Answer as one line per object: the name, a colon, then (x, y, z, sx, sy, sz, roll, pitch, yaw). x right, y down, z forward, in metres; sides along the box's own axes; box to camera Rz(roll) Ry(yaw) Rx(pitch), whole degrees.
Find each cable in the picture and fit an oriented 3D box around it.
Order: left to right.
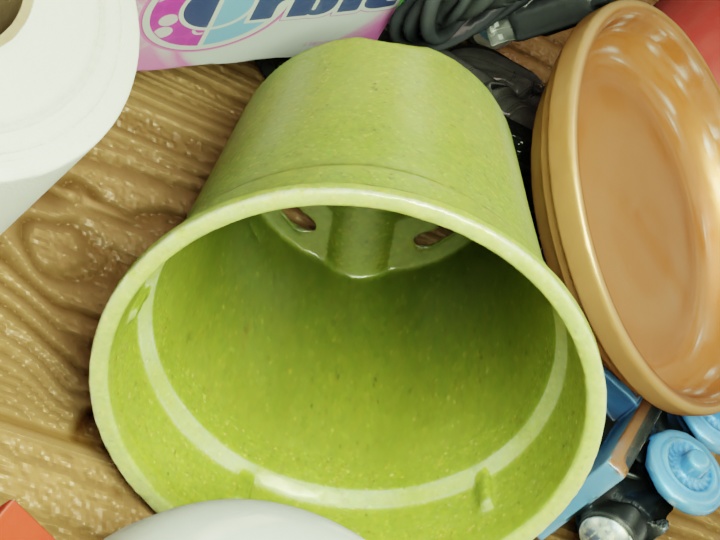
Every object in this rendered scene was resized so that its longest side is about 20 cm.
cable: (0.111, -0.151, 0.863, 0.163, 0.200, 0.051, -13, 89, -66)

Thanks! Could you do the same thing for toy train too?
toy train: (0.138, 0.065, 0.935, 0.114, 0.087, 0.200, 42, 42, 0)

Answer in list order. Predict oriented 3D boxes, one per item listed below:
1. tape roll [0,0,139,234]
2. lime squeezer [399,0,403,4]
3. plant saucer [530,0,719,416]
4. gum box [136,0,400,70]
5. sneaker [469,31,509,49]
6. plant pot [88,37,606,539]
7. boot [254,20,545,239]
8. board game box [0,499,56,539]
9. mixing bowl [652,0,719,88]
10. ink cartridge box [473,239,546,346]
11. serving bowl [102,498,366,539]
tape roll: (-0.200, -0.085, 0.661, 0.203, 0.139, 0.203, 25, 48, -30)
lime squeezer: (0.047, -0.166, 1.001, 0.200, 0.071, 0.038, 17, 14, 23)
plant saucer: (0.136, -0.028, 0.871, 0.200, 0.037, 0.200, 24, 60, -51)
gum box: (-0.063, -0.149, 0.816, 0.200, 0.114, 0.066, -9, 66, -26)
sneaker: (0.110, -0.200, 1.091, 0.078, 0.090, 0.200, 53, 43, 0)
plant pot: (0.000, 0.000, 0.779, 0.200, 0.200, 0.184, 36, 30, -20)
boot: (0.037, -0.096, 0.972, 0.200, 0.070, 0.132, 38, 24, -4)
board game box: (-0.097, 0.200, 0.628, 0.200, 0.040, 0.153, 46, 39, -9)
mixing bowl: (0.199, -0.071, 1.026, 0.108, 0.200, 0.200, -22, 78, -32)
ink cartridge box: (0.095, 0.005, 0.922, 0.037, 0.095, 0.200, 52, 39, -5)
serving bowl: (-0.019, 0.167, 0.647, 0.200, 0.066, 0.200, 26, 45, -29)
